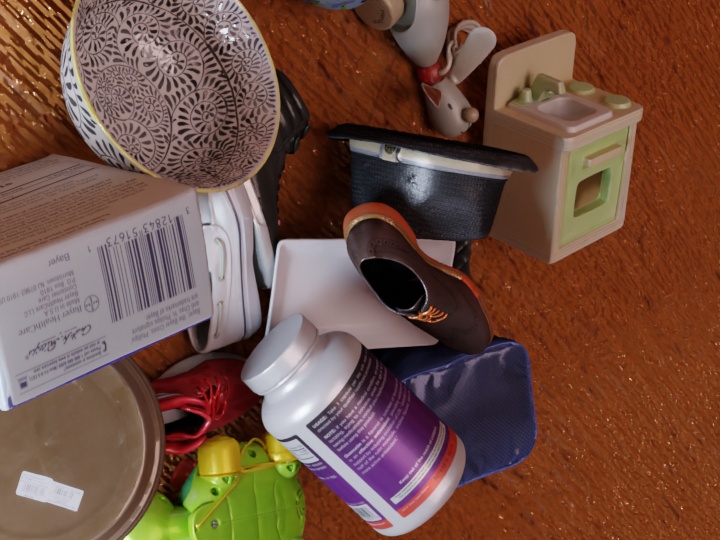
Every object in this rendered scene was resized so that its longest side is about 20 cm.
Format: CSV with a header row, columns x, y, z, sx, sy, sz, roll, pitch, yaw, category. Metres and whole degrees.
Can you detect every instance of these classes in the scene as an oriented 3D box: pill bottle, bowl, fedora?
x,y,z,sx,sy,sz,roll,pitch,yaw,category
-0.008,0.132,1.248,0.200,0.112,0.113,45,67,-17,pill bottle
-0.169,-0.143,1.136,0.200,0.094,0.202,20,60,-38,bowl
0.061,-0.077,1.318,0.200,0.200,0.092,2,101,-44,fedora

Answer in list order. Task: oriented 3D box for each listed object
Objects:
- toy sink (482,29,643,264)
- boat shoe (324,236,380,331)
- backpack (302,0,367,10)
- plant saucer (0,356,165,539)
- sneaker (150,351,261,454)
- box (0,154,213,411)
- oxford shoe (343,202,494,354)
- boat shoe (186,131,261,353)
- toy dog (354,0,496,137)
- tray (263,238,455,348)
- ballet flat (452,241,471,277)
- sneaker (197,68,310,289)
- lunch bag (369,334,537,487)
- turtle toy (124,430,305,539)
x,y,z,sx,sy,sz,roll,pitch,yaw,category
0.210,-0.130,1.480,0.130,0.112,0.201,-24,128,-39,toy sink
0.000,0.000,1.364,0.200,0.071,0.065,-40,125,-29,boat shoe
-0.019,-0.317,1.225,0.199,0.134,0.184,15,88,-40,backpack
-0.251,0.137,1.108,0.198,0.029,0.202,1,86,-12,plant saucer
-0.139,0.125,1.226,0.199,0.115,0.079,-14,108,-41,sneaker
-0.241,0.000,1.042,0.183,0.199,0.106,-24,117,-38,box
0.053,0.027,1.282,0.200,0.071,0.073,41,29,-31,oxford shoe
-0.133,-0.019,1.230,0.067,0.073,0.201,-32,120,-37,boat shoe
0.081,-0.222,1.375,0.200,0.096,0.133,40,71,-41,toy dog
-0.002,0.020,1.314,0.199,0.022,0.108,-1,106,-35,tray
0.100,-0.028,1.438,0.056,0.066,0.201,21,65,-14,ballet flat
-0.080,-0.088,1.267,0.099,0.070,0.201,-26,112,-32,sneaker
0.074,0.130,1.419,0.199,0.132,0.137,-15,108,-28,lunch bag
-0.129,0.218,1.263,0.199,0.101,0.147,-2,85,-44,turtle toy
